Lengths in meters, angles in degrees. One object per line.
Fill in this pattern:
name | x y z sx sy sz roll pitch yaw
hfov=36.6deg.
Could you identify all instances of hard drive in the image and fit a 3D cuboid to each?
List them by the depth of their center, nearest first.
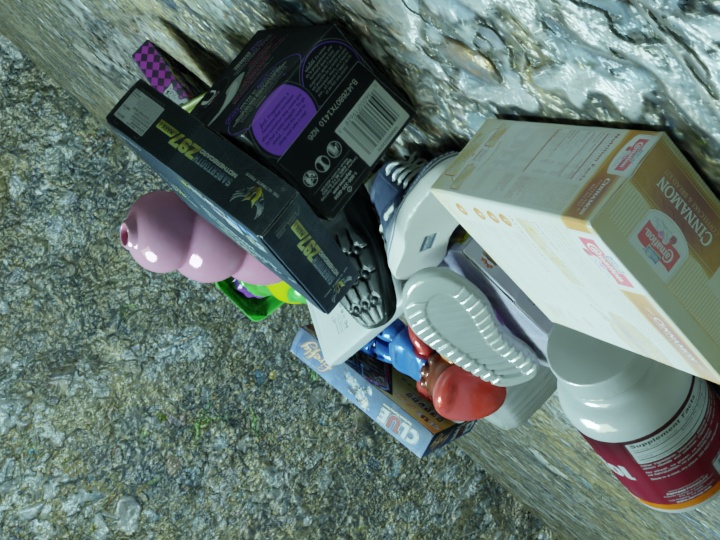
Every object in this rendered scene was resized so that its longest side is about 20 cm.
hard drive | 0.000 0.000 1.140 0.200 0.026 0.133 -43 59 50

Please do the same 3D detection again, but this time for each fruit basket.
fruit basket | -0.083 -0.016 1.392 0.215 0.216 0.156 35 171 33

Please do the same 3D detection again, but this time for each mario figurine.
mario figurine | 0.081 0.088 1.180 0.199 0.107 0.123 32 174 33

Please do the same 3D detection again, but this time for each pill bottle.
pill bottle | 0.233 0.109 0.903 0.113 0.113 0.200 31 167 50

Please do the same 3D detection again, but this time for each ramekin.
ramekin | 0.144 0.097 1.290 0.200 0.105 0.200 40 172 7

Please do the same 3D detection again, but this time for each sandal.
sandal | 0.103 0.049 1.051 0.203 0.082 0.050 46 -147 -41

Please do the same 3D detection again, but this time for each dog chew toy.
dog chew toy | -0.141 -0.043 1.082 0.198 0.126 0.124 -6 -157 -34

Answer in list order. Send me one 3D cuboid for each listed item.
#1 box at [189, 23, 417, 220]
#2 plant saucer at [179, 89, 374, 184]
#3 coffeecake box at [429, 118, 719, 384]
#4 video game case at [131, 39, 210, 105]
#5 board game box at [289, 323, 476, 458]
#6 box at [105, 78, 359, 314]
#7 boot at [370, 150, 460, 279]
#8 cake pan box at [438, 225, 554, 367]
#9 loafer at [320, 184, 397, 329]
box | -0.059 -0.131 0.942 0.106 0.123 0.200 43 172 -24
plant saucer | -0.108 -0.128 1.150 0.200 0.198 0.048 46 -146 -37
coffeecake box | 0.157 -0.018 0.712 0.153 0.073 0.200 44 171 -24
video game case | -0.175 -0.171 1.322 0.201 0.036 0.181 54 -171 29
board game box | 0.030 0.126 1.253 0.199 0.035 0.135 38 -158 22
box | -0.105 -0.060 0.913 0.199 0.051 0.158 37 173 28
boot | 0.048 -0.072 0.961 0.200 0.072 0.091 116 136 -62
cake pan box | 0.148 0.025 1.084 0.200 0.052 0.184 43 174 -13
loafer | -0.008 -0.042 1.065 0.070 0.068 0.203 -8 -107 -55
